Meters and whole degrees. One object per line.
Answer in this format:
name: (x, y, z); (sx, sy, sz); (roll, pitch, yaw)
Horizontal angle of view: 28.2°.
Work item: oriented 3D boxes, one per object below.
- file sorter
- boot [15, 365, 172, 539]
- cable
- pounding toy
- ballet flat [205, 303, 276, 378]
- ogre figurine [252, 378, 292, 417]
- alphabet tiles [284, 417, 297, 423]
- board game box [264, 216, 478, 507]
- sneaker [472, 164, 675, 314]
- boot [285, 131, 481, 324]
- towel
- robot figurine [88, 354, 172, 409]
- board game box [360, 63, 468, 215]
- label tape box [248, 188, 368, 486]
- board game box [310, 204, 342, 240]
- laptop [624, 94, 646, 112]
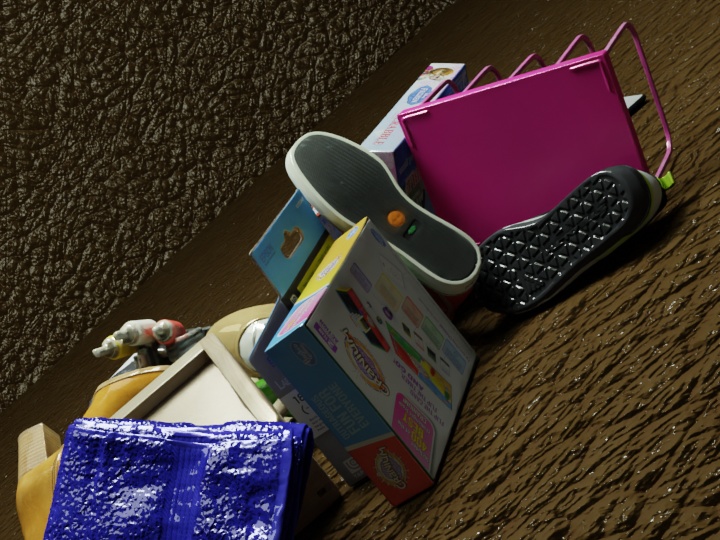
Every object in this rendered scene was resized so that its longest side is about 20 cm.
file sorter: (0.163, -0.122, 1.279); (0.198, 0.140, 0.126); (-13, 21, 30)
boot: (-0.231, 0.187, 1.326); (0.199, 0.071, 0.145); (-27, 57, 14)
cable: (-0.177, 0.059, 1.397); (0.096, 0.051, 0.200); (-17, 3, 17)
pounding toy: (-0.117, 0.161, 1.196); (0.184, 0.143, 0.200); (-40, 35, -5)
ballet flat: (-0.048, 0.065, 1.301); (0.197, 0.070, 0.063); (-2, 2, 2)
ogre figurine: (-0.125, 0.142, 1.400); (0.119, 0.099, 0.199); (-25, 17, -33)
alphabet tiles: (-0.079, 0.147, 1.465); (0.166, 0.006, 0.199); (-46, 13, -32)
board game box: (0.015, 0.064, 1.102); (0.040, 0.154, 0.200); (-34, 11, 26)
sneaker: (0.179, -0.022, 1.196); (0.199, 0.073, 0.082); (-31, -15, 38)
boot: (0.009, -0.023, 1.259); (0.072, 0.199, 0.145); (-45, -12, -25)
towel: (-0.139, 0.175, 1.044); (0.197, 0.050, 0.150); (-1, 62, 19)
robot figurine: (-0.233, 0.154, 1.637); (0.150, 0.125, 0.200); (-29, 14, 43)
board game box: (0.064, -0.067, 1.376); (0.041, 0.202, 0.200); (4, 32, 24)
label tape box: (-0.030, 0.052, 1.169); (0.063, 0.201, 0.144); (-33, 12, 24)
board game box: (0.000, 0.000, 1.357); (0.019, 0.202, 0.103); (21, 52, 36)
laptop: (0.180, -0.169, 1.594); (0.199, 0.116, 0.187); (-40, 11, -7)
